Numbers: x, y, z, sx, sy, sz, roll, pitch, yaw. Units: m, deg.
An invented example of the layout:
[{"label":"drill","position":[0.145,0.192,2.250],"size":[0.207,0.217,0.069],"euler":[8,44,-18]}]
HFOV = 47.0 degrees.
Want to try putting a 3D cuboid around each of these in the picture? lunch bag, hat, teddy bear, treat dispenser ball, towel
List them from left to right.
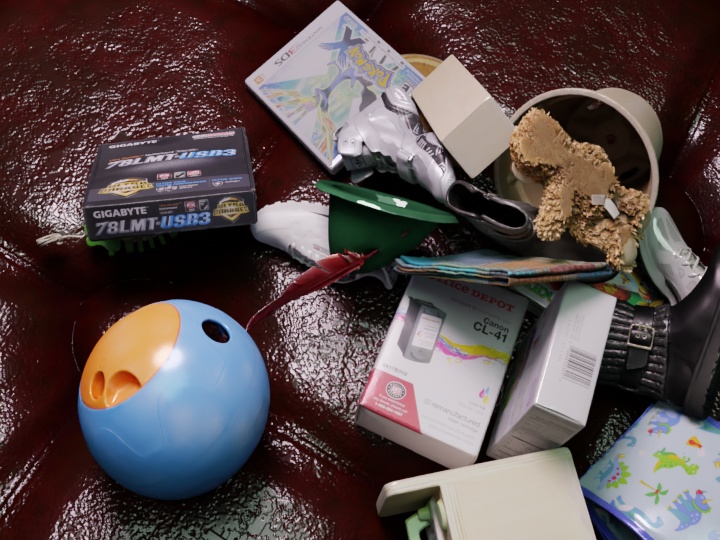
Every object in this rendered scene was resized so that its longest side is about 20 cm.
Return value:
[{"label":"treat dispenser ball","position":[-0.193,0.134,0.867],"size":[0.195,0.202,0.205],"euler":[1,64,-3]},{"label":"hat","position":[0.000,0.000,0.964],"size":[0.195,0.165,0.180],"euler":[15,99,11]},{"label":"towel","position":[0.146,-0.005,0.881],"size":[0.144,0.199,0.022],"euler":[-5,96,-30]},{"label":"teddy bear","position":[0.232,-0.082,0.889],"size":[0.196,0.067,0.148],"euler":[23,68,-17]},{"label":"lunch bag","position":[0.351,0.253,0.886],"size":[0.169,0.129,0.200],"euler":[-36,62,-19]}]

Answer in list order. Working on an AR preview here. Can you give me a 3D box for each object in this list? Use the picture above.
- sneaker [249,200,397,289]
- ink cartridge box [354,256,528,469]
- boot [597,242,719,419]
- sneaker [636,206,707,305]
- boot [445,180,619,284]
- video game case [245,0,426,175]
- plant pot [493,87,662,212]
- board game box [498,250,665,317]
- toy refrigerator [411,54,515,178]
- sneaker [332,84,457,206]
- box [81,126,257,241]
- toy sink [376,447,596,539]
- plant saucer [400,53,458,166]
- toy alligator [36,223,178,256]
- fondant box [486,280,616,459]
[{"label":"sneaker","position":[-0.044,-0.031,1.031],"size":[0.195,0.077,0.082],"euler":[8,72,1]},{"label":"ink cartridge box","position":[0.095,0.107,0.964],"size":[0.145,0.086,0.203],"euler":[21,66,7]},{"label":"boot","position":[0.340,0.045,0.928],"size":[0.156,0.079,0.215],"euler":[20,87,37]},{"label":"sneaker","position":[0.413,0.006,0.984],"size":[0.075,0.115,0.204],"euler":[-23,89,-34]},{"label":"boot","position":[0.195,-0.041,0.932],"size":[0.197,0.130,0.069],"euler":[22,94,25]},{"label":"video game case","position":[-0.034,-0.255,1.135],"size":[0.182,0.022,0.200],"euler":[-42,68,-7]},{"label":"plant pot","position":[0.290,-0.143,1.031],"size":[0.199,0.203,0.183],"euler":[37,37,14]},{"label":"board game box","position":[0.278,0.018,1.045],"size":[0.197,0.035,0.127],"euler":[31,65,11]},{"label":"toy refrigerator","position":[0.125,-0.191,1.011],"size":[0.076,0.070,0.201],"euler":[-40,25,12]},{"label":"sneaker","position":[0.041,-0.135,1.023],"size":[0.113,0.076,0.202],"euler":[-29,54,1]},{"label":"box","position":[-0.229,-0.110,1.015],"size":[0.195,0.051,0.200],"euler":[-7,32,-7]},{"label":"toy sink","position":[0.125,0.271,0.862],"size":[0.195,0.131,0.114],"euler":[-8,65,-9]},{"label":"plant saucer","position":[0.079,-0.230,1.152],"size":[0.195,0.036,0.205],"euler":[2,65,-3]},{"label":"toy alligator","position":[-0.297,-0.044,1.031],"size":[0.196,0.059,0.055],"euler":[-20,108,-14]},{"label":"fondant box","position":[0.203,0.120,0.900],"size":[0.057,0.201,0.147],"euler":[21,64,3]}]
